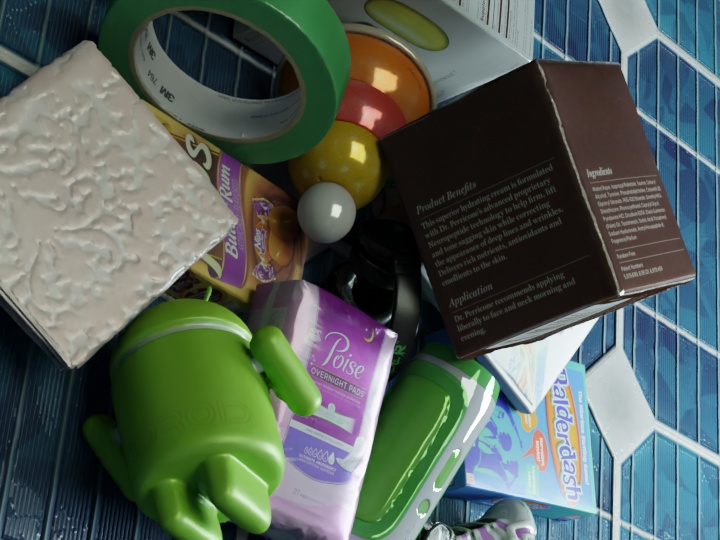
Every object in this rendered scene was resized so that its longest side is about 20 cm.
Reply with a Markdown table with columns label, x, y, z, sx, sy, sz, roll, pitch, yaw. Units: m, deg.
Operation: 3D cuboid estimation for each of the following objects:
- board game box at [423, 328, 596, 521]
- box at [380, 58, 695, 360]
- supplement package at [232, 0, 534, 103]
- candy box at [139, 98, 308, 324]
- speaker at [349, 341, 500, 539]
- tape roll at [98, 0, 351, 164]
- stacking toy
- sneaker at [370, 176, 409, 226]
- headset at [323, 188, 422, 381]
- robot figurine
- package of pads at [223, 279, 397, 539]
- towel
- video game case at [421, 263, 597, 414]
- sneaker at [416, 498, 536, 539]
| label | x | y | z | sx | sy | sz | roll | pitch | yaw |
| --- | --- | --- | --- | --- | --- | --- | --- | --- | --- |
| board game box | 0.144 | 0.148 | 1.715 | 0.199 | 0.045 | 0.154 | 17 | 62 | -45 |
| box | 0.150 | -0.052 | 1.509 | 0.164 | 0.165 | 0.202 | -8 | 78 | -56 |
| supplement package | 0.024 | -0.258 | 1.630 | 0.199 | 0.190 | 0.148 | 27 | 55 | -38 |
| candy box | -0.131 | -0.038 | 1.473 | 0.199 | 0.056 | 0.118 | 31 | 55 | -35 |
| speaker | 0.035 | 0.162 | 1.505 | 0.088 | 0.088 | 0.201 | 42 | 73 | -29 |
| tape roll | -0.108 | -0.170 | 1.440 | 0.200 | 0.199 | 0.048 | 42 | 47 | -29 |
| stacking toy | -0.019 | -0.101 | 1.533 | 0.146 | 0.145 | 0.201 | 46 | 36 | -26 |
| sneaker | 0.072 | -0.075 | 1.711 | 0.199 | 0.071 | 0.081 | 15 | 63 | -53 |
| headset | 0.000 | 0.000 | 1.570 | 0.093 | 0.124 | 0.201 | 10 | 51 | -21 |
| robot figurine | -0.122 | 0.107 | 1.335 | 0.116 | 0.174 | 0.201 | 44 | 22 | -49 |
| package of pads | -0.047 | 0.119 | 1.436 | 0.120 | 0.075 | 0.202 | 29 | 67 | -36 |
| towel | -0.213 | -0.050 | 1.345 | 0.191 | 0.032 | 0.200 | 49 | 55 | -2 |
| video game case | 0.150 | 0.000 | 1.669 | 0.183 | 0.022 | 0.200 | -52 | 121 | -22 |
| sneaker | 0.075 | 0.234 | 1.577 | 0.140 | 0.077 | 0.200 | 55 | 42 | -18 |
